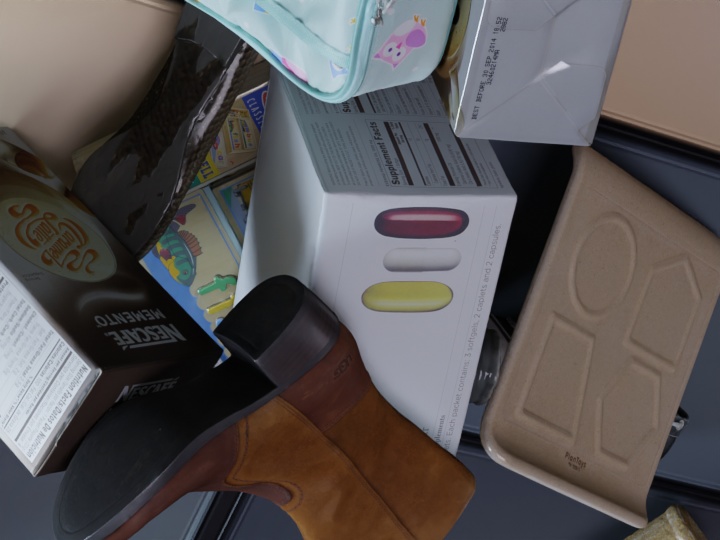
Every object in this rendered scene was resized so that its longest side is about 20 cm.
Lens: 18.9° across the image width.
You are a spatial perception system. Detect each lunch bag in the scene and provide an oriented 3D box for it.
[{"bbox_3d":[-0.030,-0.184,1.113,0.077,0.200,0.161,-15,133,-39],"label":"lunch bag"}]

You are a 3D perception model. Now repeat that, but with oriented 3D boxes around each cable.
[{"bbox_3d":[0.064,0.058,1.331,0.050,0.098,0.200,20,161,-12],"label":"cable"}]

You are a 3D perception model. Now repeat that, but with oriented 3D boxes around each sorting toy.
[{"bbox_3d":[0.150,0.043,1.338,0.185,0.036,0.201,28,76,-48],"label":"sorting toy"}]

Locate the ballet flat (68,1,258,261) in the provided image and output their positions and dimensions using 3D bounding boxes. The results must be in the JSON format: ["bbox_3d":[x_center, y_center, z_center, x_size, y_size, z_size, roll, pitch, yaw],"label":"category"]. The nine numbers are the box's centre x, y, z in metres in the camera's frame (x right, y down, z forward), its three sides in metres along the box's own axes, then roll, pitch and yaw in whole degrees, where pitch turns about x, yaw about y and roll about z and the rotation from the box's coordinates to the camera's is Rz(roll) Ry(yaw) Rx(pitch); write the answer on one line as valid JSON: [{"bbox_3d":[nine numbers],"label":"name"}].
[{"bbox_3d":[-0.107,-0.080,1.235,0.201,0.067,0.046,-61,158,12],"label":"ballet flat"}]

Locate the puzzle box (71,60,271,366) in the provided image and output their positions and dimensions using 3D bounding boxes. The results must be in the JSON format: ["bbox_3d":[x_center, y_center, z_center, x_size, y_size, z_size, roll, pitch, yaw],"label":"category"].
[{"bbox_3d":[-0.074,-0.020,1.324,0.133,0.025,0.200,-26,126,3],"label":"puzzle box"}]

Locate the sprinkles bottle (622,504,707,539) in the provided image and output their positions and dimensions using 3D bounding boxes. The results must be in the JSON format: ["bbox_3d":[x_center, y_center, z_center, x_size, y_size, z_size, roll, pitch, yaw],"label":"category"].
[{"bbox_3d":[0.162,0.247,1.544,0.200,0.068,0.068,-34,125,9],"label":"sprinkles bottle"}]

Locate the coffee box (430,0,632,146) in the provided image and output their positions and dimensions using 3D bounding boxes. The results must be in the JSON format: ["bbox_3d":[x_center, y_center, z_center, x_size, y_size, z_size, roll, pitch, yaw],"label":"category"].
[{"bbox_3d":[0.077,-0.167,1.153,0.079,0.200,0.113,3,124,-14],"label":"coffee box"}]

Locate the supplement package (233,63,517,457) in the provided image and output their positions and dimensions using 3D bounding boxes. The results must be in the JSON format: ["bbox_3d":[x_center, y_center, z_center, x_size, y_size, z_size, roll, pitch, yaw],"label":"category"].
[{"bbox_3d":[0.000,0.000,1.245,0.110,0.156,0.201,1,124,-15],"label":"supplement package"}]

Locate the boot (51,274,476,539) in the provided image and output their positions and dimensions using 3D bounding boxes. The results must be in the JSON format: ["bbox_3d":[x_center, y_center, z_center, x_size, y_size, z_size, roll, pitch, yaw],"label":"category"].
[{"bbox_3d":[-0.049,0.123,1.171,0.188,0.068,0.200,-48,131,-12],"label":"boot"}]

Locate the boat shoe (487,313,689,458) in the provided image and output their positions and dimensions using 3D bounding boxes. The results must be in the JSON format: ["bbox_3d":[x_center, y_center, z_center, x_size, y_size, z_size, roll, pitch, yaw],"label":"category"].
[{"bbox_3d":[0.148,0.071,1.417,0.068,0.074,0.199,-45,125,10],"label":"boat shoe"}]

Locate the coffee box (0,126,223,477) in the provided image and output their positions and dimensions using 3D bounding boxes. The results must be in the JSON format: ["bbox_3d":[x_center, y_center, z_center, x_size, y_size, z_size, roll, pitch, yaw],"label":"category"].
[{"bbox_3d":[-0.187,0.012,1.192,0.080,0.200,0.114,-55,157,23],"label":"coffee box"}]
